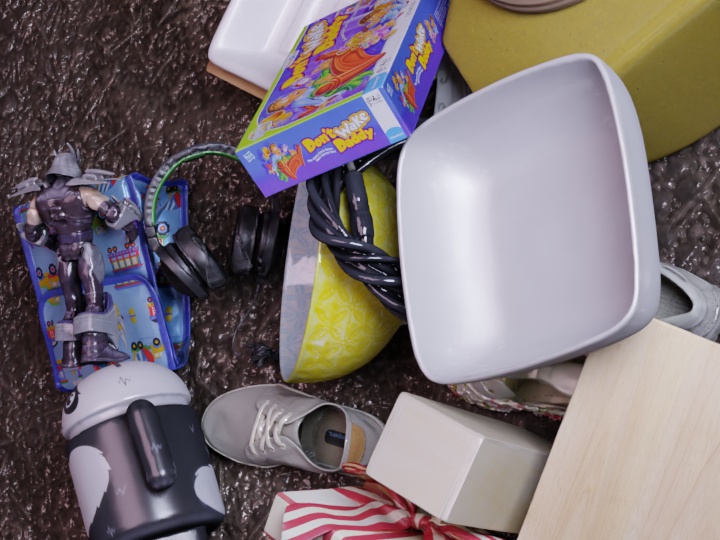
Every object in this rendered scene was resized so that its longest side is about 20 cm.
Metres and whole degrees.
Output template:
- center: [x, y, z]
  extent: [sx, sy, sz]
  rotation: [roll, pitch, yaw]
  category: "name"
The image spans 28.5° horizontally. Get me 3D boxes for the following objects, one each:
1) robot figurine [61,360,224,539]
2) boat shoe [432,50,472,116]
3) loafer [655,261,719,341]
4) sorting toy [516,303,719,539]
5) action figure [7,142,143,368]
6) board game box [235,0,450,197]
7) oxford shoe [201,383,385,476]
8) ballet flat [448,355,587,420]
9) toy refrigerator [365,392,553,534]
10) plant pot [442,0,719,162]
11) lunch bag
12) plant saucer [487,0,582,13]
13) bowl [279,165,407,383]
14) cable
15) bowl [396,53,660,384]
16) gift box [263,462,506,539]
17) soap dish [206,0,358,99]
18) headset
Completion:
- center: [-0.193, 0.180, 1.248]
  extent: [0.149, 0.124, 0.202]
  rotation: [-28, 71, 28]
  category: "robot figurine"
- center: [0.072, -0.174, 1.207]
  extent: [0.085, 0.075, 0.205]
  rotation: [-3, 83, 17]
  category: "boat shoe"
- center: [0.183, 0.008, 1.090]
  extent: [0.198, 0.070, 0.071]
  rotation: [14, 85, 35]
  category: "loafer"
- center: [0.228, 0.153, 0.986]
  extent: [0.197, 0.070, 0.202]
  rotation: [22, 89, 9]
  category: "sorting toy"
- center: [-0.256, -0.015, 1.289]
  extent: [0.129, 0.069, 0.203]
  rotation: [-6, 92, 37]
  category: "action figure"
- center: [-0.006, -0.150, 1.102]
  extent: [0.133, 0.045, 0.201]
  rotation: [-21, 28, 28]
  category: "board game box"
- center: [-0.065, 0.137, 1.225]
  extent: [0.198, 0.057, 0.076]
  rotation: [6, 84, 36]
  category: "oxford shoe"
- center: [0.141, 0.079, 1.103]
  extent: [0.198, 0.064, 0.077]
  rotation: [5, 82, 34]
  category: "ballet flat"
- center: [0.091, 0.149, 1.034]
  extent: [0.075, 0.199, 0.071]
  rotation: [26, 91, 34]
  category: "toy refrigerator"
- center: [0.180, -0.185, 1.078]
  extent: [0.200, 0.193, 0.197]
  rotation: [-40, 59, 23]
  category: "plant pot"
- center: [-0.236, 0.023, 1.361]
  extent: [0.149, 0.094, 0.203]
  rotation: [-13, 83, 28]
  category: "lunch bag"
- center: [0.131, -0.283, 0.999]
  extent: [0.198, 0.029, 0.203]
  rotation: [-7, 79, 40]
  category: "plant saucer"
- center: [0.000, 0.000, 1.174]
  extent: [0.106, 0.200, 0.203]
  rotation: [8, 78, -10]
  category: "bowl"
- center: [0.056, -0.034, 1.071]
  extent: [0.200, 0.163, 0.051]
  rotation: [42, 144, 5]
  category: "cable"
- center: [0.120, -0.028, 0.975]
  extent: [0.198, 0.074, 0.203]
  rotation: [-20, 68, 40]
  category: "bowl"
- center: [0.020, 0.259, 1.034]
  extent: [0.183, 0.199, 0.189]
  rotation: [26, 102, 35]
  category: "gift box"
- center: [-0.030, -0.213, 1.280]
  extent: [0.199, 0.081, 0.159]
  rotation: [29, 94, 35]
  category: "soap dish"
- center: [-0.120, -0.014, 1.263]
  extent: [0.122, 0.094, 0.202]
  rotation: [-18, 97, -6]
  category: "headset"
